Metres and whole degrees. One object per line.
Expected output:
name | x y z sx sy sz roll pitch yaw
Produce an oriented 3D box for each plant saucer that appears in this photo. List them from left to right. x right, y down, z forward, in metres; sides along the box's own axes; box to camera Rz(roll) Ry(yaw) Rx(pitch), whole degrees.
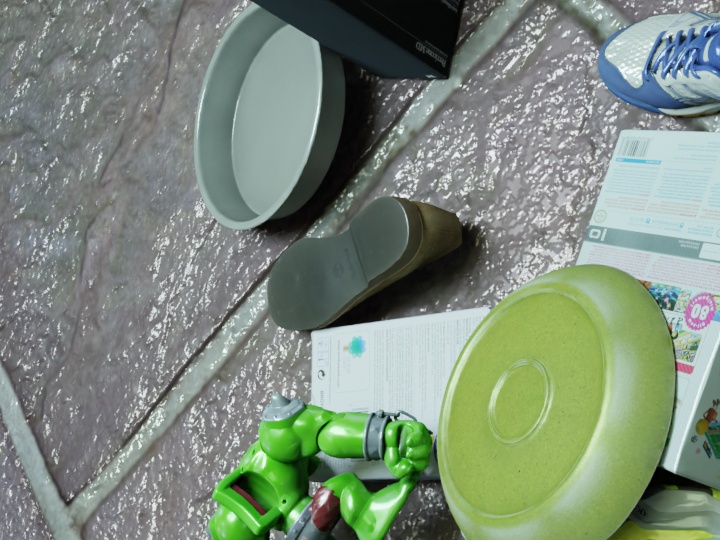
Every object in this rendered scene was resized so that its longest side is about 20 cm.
plant saucer | 0.108 0.085 0.725 0.200 0.031 0.200 -37 41 41

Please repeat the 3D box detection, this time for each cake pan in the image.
cake pan | -0.079 -0.132 1.000 0.200 0.037 0.201 -14 72 51

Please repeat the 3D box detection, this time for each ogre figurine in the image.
ogre figurine | -0.037 0.166 0.833 0.120 0.098 0.200 30 137 6

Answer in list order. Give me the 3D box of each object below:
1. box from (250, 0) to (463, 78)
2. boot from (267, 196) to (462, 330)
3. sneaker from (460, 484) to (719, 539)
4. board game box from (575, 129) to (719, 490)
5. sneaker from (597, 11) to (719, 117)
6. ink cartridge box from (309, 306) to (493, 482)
box | -0.001 -0.246 0.893 0.079 0.200 0.141 6 80 38
boot | 0.000 0.000 0.917 0.200 0.075 0.074 -27 71 46
sneaker | 0.148 0.174 0.736 0.200 0.075 0.077 -7 71 38
board game box | 0.197 0.018 0.719 0.147 0.064 0.200 17 86 63
sneaker | 0.233 -0.141 0.752 0.200 0.088 0.075 14 88 41
ink cartridge box | 0.048 0.094 0.861 0.200 0.042 0.120 -11 72 39
